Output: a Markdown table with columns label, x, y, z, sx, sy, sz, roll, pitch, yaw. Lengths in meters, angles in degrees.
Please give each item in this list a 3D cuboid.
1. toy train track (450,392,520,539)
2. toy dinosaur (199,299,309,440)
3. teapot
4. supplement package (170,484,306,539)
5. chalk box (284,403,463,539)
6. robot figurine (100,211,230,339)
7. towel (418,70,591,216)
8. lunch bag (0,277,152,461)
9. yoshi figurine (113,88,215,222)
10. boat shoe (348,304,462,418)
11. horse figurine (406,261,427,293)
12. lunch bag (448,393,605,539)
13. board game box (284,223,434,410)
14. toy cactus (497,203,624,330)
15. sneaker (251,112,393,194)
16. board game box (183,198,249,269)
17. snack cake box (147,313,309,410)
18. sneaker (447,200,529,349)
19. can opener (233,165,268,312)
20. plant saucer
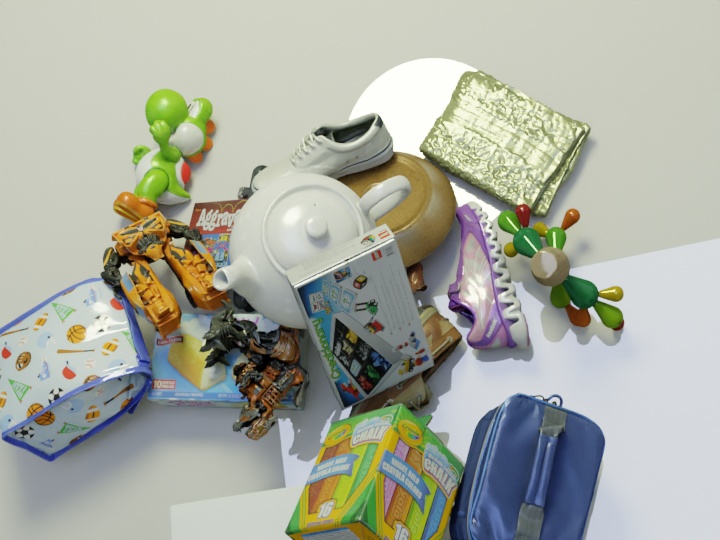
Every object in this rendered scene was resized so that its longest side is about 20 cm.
| label | x | y | z | sx | sy | sz | roll | pitch | yaw |
| --- | --- | --- | --- | --- | --- | --- | --- | --- | --- |
| toy train track | 0.157 | 0.243 | 1.200 | 0.114 | 0.033 | 0.202 | 28 | 72 | 0 |
| toy dinosaur | -0.121 | 0.102 | 1.225 | 0.134 | 0.103 | 0.202 | 18 | 48 | 3 |
| teapot | -0.056 | -0.034 | 1.165 | 0.194 | 0.146 | 0.203 | 17 | 72 | -7 |
| supplement package | -0.114 | 0.350 | 1.193 | 0.197 | 0.111 | 0.158 | -10 | 71 | 10 |
| chalk box | 0.026 | 0.240 | 1.131 | 0.124 | 0.124 | 0.201 | -24 | 30 | 40 |
| robot figurine | -0.256 | -0.004 | 1.295 | 0.144 | 0.059 | 0.200 | -28 | 49 | -19 |
| towel | 0.189 | -0.168 | 1.319 | 0.198 | 0.037 | 0.150 | 30 | 83 | 19 |
| lunch bag | -0.371 | 0.122 | 1.309 | 0.199 | 0.124 | 0.171 | -34 | 56 | 8 |
| yoshi figurine | -0.287 | -0.170 | 1.398 | 0.111 | 0.112 | 0.202 | 23 | 77 | 25 |
| boat shoe | 0.055 | 0.140 | 1.237 | 0.073 | 0.076 | 0.201 | 32 | 84 | 17 |
| horse figurine | 0.000 | 0.000 | 1.302 | 0.197 | 0.050 | 0.134 | 0 | 65 | 19 |
| lunch bag | 0.192 | 0.235 | 1.120 | 0.134 | 0.132 | 0.203 | 18 | 72 | -3 |
| board game box | 0.003 | 0.057 | 1.138 | 0.125 | 0.202 | 0.035 | -24 | 38 | -7 |
| toy cactus | 0.240 | -0.007 | 1.188 | 0.102 | 0.165 | 0.201 | -38 | 77 | 14 |
| sneaker | -0.056 | -0.154 | 1.303 | 0.197 | 0.071 | 0.073 | -23 | 43 | -1 |
| board game box | -0.171 | -0.042 | 1.317 | 0.198 | 0.019 | 0.105 | 0 | 73 | 48 |
| snack cake box | -0.170 | 0.118 | 1.301 | 0.197 | 0.067 | 0.117 | -1 | 74 | 13 |
| sneaker | 0.145 | 0.011 | 1.250 | 0.087 | 0.081 | 0.203 | -18 | 71 | 7 |
| can opener | -0.140 | -0.045 | 1.344 | 0.078 | 0.063 | 0.203 | 6 | 75 | 29 |
| plant saucer | 0.025 | -0.089 | 1.302 | 0.197 | 0.036 | 0.203 | -6 | 54 | 8 |
